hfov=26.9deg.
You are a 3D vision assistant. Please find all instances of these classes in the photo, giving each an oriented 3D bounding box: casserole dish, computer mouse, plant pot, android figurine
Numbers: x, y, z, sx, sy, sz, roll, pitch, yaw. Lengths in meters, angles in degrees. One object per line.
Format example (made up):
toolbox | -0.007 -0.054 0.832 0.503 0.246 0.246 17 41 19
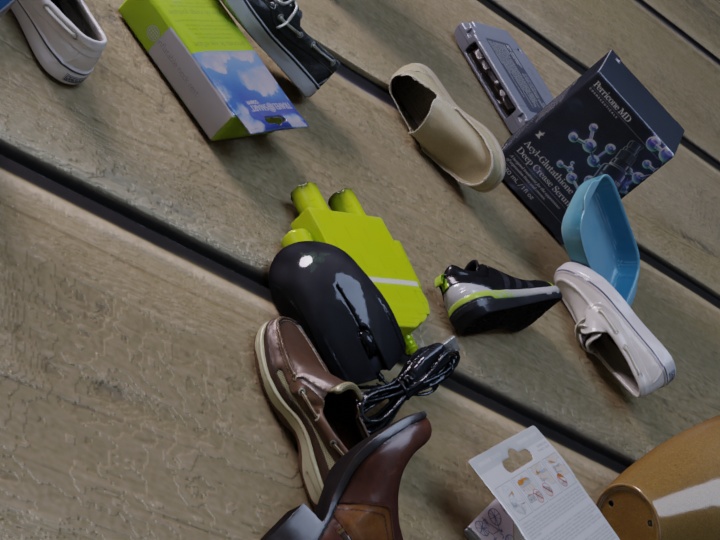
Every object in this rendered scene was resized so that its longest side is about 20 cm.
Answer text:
casserole dish | 0.304 -0.030 1.909 0.121 0.039 0.200 -60 138 -35
computer mouse | -0.006 0.045 1.424 0.138 0.053 0.200 -35 78 -25
plant pot | 0.350 0.256 1.607 0.200 0.186 0.187 -4 57 -39
android figurine | 0.000 0.000 1.542 0.182 0.041 0.200 4 52 -52

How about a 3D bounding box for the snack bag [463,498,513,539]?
snack bag | 0.199 0.300 1.485 0.200 0.021 0.188 54 29 7

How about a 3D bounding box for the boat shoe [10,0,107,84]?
boat shoe | -0.300 -0.272 1.424 0.200 0.065 0.074 55 31 11

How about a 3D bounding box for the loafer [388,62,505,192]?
loafer | 0.098 -0.173 1.849 0.200 0.076 0.068 49 29 19

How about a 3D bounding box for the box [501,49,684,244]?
box | 0.297 -0.160 1.968 0.148 0.200 0.107 46 29 -4

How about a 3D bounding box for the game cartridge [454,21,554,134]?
game cartridge | 0.221 -0.266 2.156 0.133 0.042 0.200 7 50 -56

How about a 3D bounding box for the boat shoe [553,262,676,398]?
boat shoe | 0.296 0.074 1.836 0.066 0.072 0.200 -29 68 -26

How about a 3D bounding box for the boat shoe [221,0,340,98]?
boat shoe | -0.094 -0.278 1.659 0.199 0.068 0.074 47 3 -30

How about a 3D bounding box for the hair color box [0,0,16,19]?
hair color box | -0.359 -0.171 1.193 0.061 0.100 0.200 42 30 -11

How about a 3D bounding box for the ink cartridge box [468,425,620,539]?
ink cartridge box | 0.183 0.257 1.451 0.200 0.047 0.160 54 28 12

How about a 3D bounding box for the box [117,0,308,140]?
box | -0.152 -0.212 1.573 0.200 0.048 0.122 55 29 10

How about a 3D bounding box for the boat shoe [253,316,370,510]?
boat shoe | -0.028 0.119 1.331 0.075 0.075 0.203 8 49 -50

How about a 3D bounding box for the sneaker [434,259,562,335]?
sneaker | 0.156 0.019 1.702 0.200 0.072 0.083 0 54 -54

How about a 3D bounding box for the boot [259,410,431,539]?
boot | 0.043 0.238 1.225 0.200 0.068 0.188 47 62 -1
